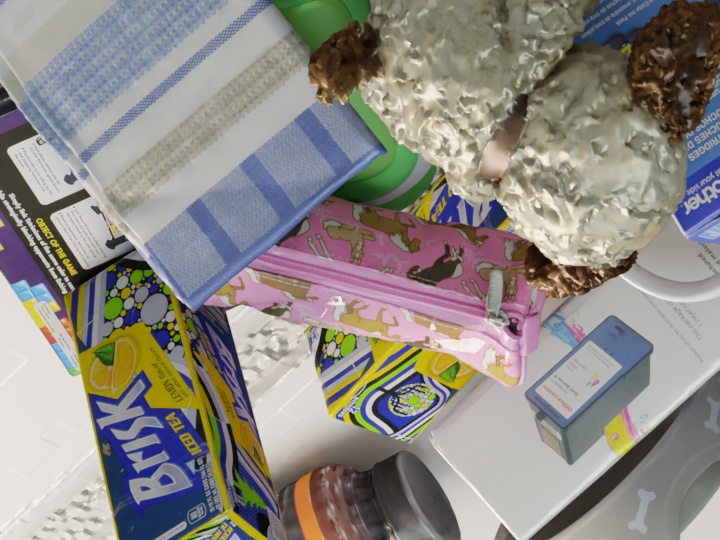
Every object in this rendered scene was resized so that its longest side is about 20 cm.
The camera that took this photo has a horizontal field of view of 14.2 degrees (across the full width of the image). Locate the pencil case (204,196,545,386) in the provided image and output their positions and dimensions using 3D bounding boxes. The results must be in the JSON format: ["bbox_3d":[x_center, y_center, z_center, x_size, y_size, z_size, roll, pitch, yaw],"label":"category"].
[{"bbox_3d":[0.000,0.000,1.517,0.199,0.083,0.087,15,146,-1],"label":"pencil case"}]

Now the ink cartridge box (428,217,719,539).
[{"bbox_3d":[0.143,0.051,1.647,0.200,0.088,0.145,-41,176,10],"label":"ink cartridge box"}]

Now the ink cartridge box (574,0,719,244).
[{"bbox_3d":[0.180,-0.088,1.487,0.076,0.201,0.136,-32,166,19],"label":"ink cartridge box"}]

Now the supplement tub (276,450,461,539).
[{"bbox_3d":[-0.037,0.190,1.796,0.199,0.107,0.107,-32,134,15],"label":"supplement tub"}]

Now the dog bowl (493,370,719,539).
[{"bbox_3d":[0.160,0.132,1.743,0.059,0.200,0.200,45,114,-8],"label":"dog bowl"}]

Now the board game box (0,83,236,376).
[{"bbox_3d":[-0.127,-0.050,1.568,0.164,0.057,0.200,-23,136,5],"label":"board game box"}]

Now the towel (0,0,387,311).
[{"bbox_3d":[-0.098,-0.096,1.445,0.147,0.024,0.200,-39,90,24],"label":"towel"}]

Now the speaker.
[{"bbox_3d":[-0.019,-0.118,1.511,0.088,0.089,0.201,-19,136,4],"label":"speaker"}]

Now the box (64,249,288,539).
[{"bbox_3d":[-0.097,0.081,1.521,0.070,0.201,0.064,-32,134,15],"label":"box"}]

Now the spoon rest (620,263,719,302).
[{"bbox_3d":[0.126,-0.059,1.541,0.061,0.200,0.099,-39,171,7],"label":"spoon rest"}]

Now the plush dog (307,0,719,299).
[{"bbox_3d":[0.083,-0.079,1.374,0.160,0.171,0.201,-34,155,-45],"label":"plush dog"}]

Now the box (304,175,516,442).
[{"bbox_3d":[0.055,0.004,1.652,0.064,0.070,0.200,18,127,-34],"label":"box"}]
